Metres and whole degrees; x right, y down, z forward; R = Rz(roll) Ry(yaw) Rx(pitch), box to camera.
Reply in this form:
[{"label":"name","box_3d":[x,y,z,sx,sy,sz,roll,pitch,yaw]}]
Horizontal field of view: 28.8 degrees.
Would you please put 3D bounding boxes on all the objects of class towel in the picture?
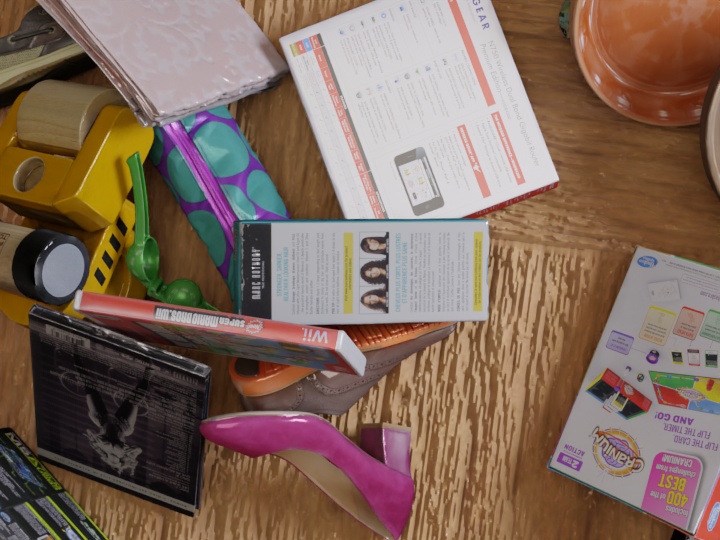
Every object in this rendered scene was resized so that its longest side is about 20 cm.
[{"label":"towel","box_3d":[-0.170,-0.208,1.146,0.191,0.200,0.032,50,123,6]}]

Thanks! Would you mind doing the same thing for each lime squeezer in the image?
[{"label":"lime squeezer","box_3d":[-0.143,0.000,1.134,0.071,0.038,0.200,-34,104,10]}]

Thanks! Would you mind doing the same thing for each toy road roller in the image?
[{"label":"toy road roller","box_3d":[-0.235,-0.044,1.160,0.123,0.146,0.200,13,74,35]}]

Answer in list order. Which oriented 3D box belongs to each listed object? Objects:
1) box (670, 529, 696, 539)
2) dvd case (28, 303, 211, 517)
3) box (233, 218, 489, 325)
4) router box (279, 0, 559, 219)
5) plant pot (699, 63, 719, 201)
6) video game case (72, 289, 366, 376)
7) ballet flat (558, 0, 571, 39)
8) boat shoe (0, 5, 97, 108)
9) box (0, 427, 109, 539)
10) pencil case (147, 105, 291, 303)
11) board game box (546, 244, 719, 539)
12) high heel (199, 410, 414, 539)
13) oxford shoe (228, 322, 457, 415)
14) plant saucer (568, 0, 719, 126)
[{"label":"box","box_3d":[0.362,0.207,1.111,0.200,0.079,0.141,22,86,7]},{"label":"dvd case","box_3d":[-0.195,0.118,1.136,0.149,0.200,0.016,19,47,7]},{"label":"box","box_3d":[0.000,0.000,1.112,0.200,0.049,0.082,0,94,-11]},{"label":"router box","box_3d":[0.049,-0.132,1.182,0.179,0.049,0.200,-20,84,4]},{"label":"plant pot","box_3d":[0.361,-0.118,1.112,0.201,0.093,0.201,-1,104,-3]},{"label":"video game case","box_3d":[-0.102,0.049,1.065,0.200,0.143,0.017,8,79,8]},{"label":"ballet flat","box_3d":[0.258,-0.248,1.157,0.200,0.074,0.074,-23,84,4]},{"label":"boat shoe","box_3d":[-0.271,-0.198,1.209,0.201,0.072,0.066,-22,89,9]},{"label":"box","box_3d":[-0.265,0.215,1.121,0.048,0.193,0.200,-44,84,0]},{"label":"pencil case","box_3d":[-0.120,-0.074,1.175,0.085,0.092,0.200,-34,82,6]},{"label":"board game box","box_3d":[0.250,0.094,1.107,0.153,0.040,0.200,22,89,46]},{"label":"high heel","box_3d":[-0.042,0.165,1.125,0.067,0.200,0.096,-9,73,50]},{"label":"oxford shoe","box_3d":[-0.008,0.074,1.176,0.200,0.071,0.073,-18,122,-4]},{"label":"plant saucer","box_3d":[0.264,-0.212,1.125,0.200,0.032,0.200,-4,123,-6]}]
